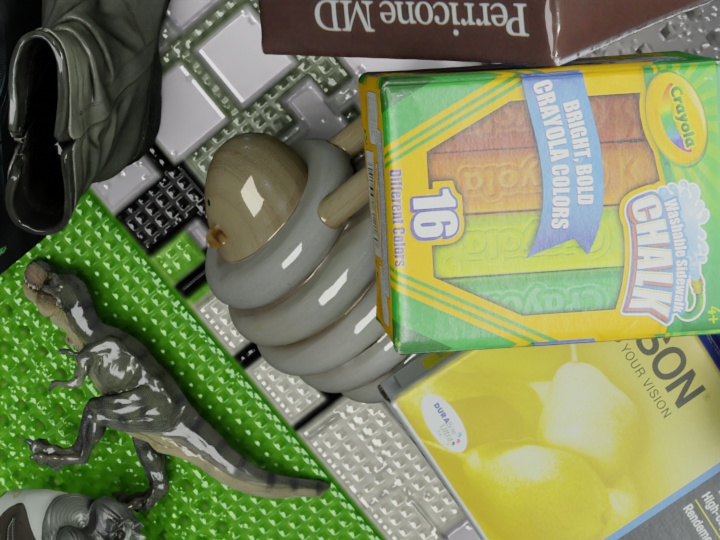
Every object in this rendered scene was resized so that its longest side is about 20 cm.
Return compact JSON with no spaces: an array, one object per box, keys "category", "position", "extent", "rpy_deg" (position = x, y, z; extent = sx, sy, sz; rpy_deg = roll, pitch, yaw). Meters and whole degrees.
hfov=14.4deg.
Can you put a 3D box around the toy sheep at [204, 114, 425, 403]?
[{"category":"toy sheep","position":[0.000,0.000,1.424],"extent":[0.138,0.138,0.200],"rpy_deg":[-39,116,21]}]

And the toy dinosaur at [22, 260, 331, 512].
[{"category":"toy dinosaur","position":[-0.120,0.084,1.523],"extent":[0.200,0.047,0.088],"rpy_deg":[41,105,-5]}]

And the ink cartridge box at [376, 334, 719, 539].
[{"category":"ink cartridge box","position":[0.144,0.080,1.407],"extent":[0.200,0.047,0.198],"rpy_deg":[-34,109,2]}]

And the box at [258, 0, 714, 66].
[{"category":"box","position":[0.054,-0.209,1.303],"extent":[0.166,0.164,0.200],"rpy_deg":[5,108,33]}]

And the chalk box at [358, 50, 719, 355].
[{"category":"chalk box","position":[0.106,-0.035,1.292],"extent":[0.200,0.124,0.125],"rpy_deg":[-5,96,-3]}]

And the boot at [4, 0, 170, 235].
[{"category":"boot","position":[-0.137,-0.126,1.414],"extent":[0.068,0.131,0.200],"rpy_deg":[5,108,11]}]

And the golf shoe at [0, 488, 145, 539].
[{"category":"golf shoe","position":[-0.153,0.203,1.561],"extent":[0.094,0.078,0.200],"rpy_deg":[18,123,38]}]

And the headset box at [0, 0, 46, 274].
[{"category":"headset box","position":[-0.226,-0.081,1.426],"extent":[0.093,0.174,0.200],"rpy_deg":[1,106,13]}]
